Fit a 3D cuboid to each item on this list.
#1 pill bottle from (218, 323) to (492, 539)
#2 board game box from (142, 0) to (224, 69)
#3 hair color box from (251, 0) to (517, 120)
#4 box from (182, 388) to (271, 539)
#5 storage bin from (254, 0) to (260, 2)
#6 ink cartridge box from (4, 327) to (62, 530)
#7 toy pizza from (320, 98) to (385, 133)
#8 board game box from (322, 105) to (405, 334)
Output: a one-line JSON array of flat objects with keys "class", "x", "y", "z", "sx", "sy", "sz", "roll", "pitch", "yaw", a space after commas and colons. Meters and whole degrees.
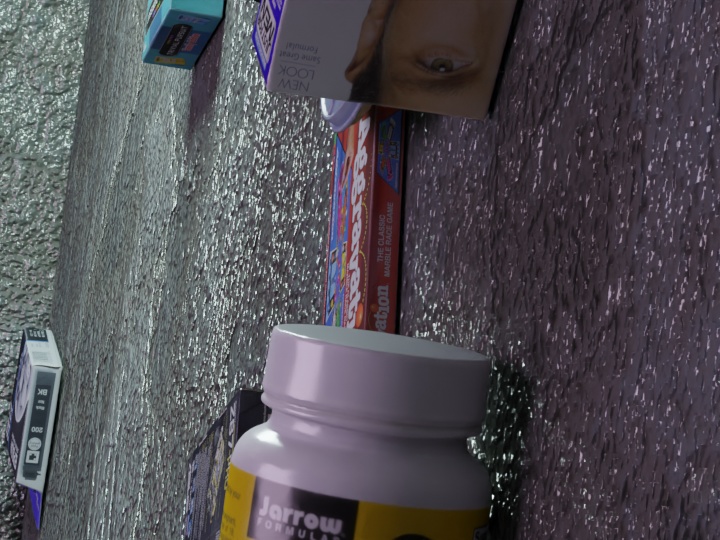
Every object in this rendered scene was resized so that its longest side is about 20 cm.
[{"class": "pill bottle", "x": -0.006, "y": 0.128, "z": 1.065, "sx": 0.114, "sy": 0.114, "sz": 0.201, "roll": -156, "pitch": 73, "yaw": -77}, {"class": "board game box", "x": -0.143, "y": -0.289, "z": 2.111, "sx": 0.151, "sy": 0.047, "sz": 0.201, "roll": 138, "pitch": 139, "yaw": -72}, {"class": "hair color box", "x": 0.025, "y": -0.175, "z": 1.126, "sx": 0.065, "sy": 0.109, "sz": 0.200, "roll": -105, "pitch": 26, "yaw": -58}, {"class": "box", "x": -0.077, "y": 0.189, "z": 1.507, "sx": 0.161, "sy": 0.049, "sz": 0.201, "roll": 122, "pitch": 154, "yaw": -65}, {"class": "storage bin", "x": -0.023, "y": -0.248, "z": 1.310, "sx": 0.135, "sy": 0.094, "sz": 0.200, "roll": -87, "pitch": 17, "yaw": -52}, {"class": "ink cartridge box", "x": -0.394, "y": 0.186, "z": 2.972, "sx": 0.198, "sy": 0.043, "sz": 0.201, "roll": -135, "pitch": 53, "yaw": -74}, {"class": "toy pizza", "x": 0.022, "y": -0.166, "z": 1.294, "sx": 0.200, "sy": 0.032, "sz": 0.201, "roll": -165, "pitch": 90, "yaw": -81}, {"class": "board game box", "x": 0.000, "y": 0.000, "z": 1.344, "sx": 0.103, "sy": 0.019, "sz": 0.201, "roll": 129, "pitch": 147, "yaw": -65}]
